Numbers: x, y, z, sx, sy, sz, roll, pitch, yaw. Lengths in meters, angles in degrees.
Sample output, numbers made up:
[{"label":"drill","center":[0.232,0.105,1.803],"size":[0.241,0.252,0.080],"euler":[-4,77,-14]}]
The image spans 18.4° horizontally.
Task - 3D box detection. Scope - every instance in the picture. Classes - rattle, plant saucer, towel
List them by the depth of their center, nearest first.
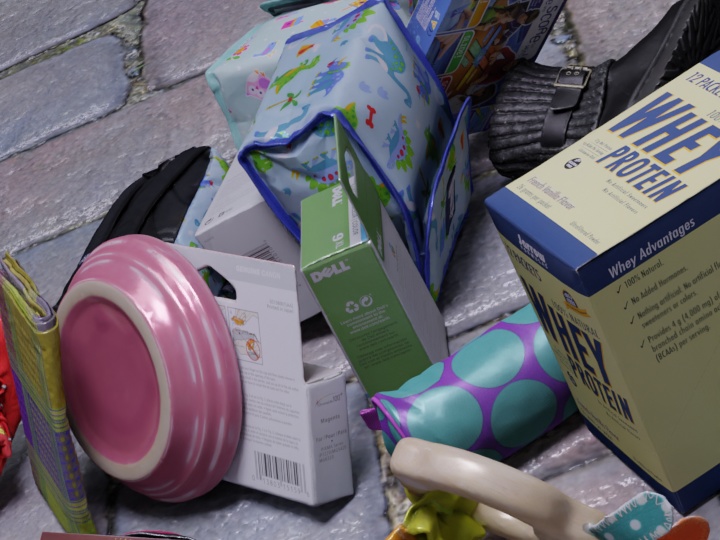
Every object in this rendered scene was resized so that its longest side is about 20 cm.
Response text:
[{"label":"rattle","center":[0.099,0.189,1.380],"size":[0.199,0.131,0.143],"euler":[20,60,19]},{"label":"plant saucer","center":[-0.166,0.076,1.636],"size":[0.051,0.203,0.200],"euler":[-15,17,-39]},{"label":"towel","center":[-0.236,0.098,1.667],"size":[0.023,0.202,0.144],"euler":[-16,24,-19]}]

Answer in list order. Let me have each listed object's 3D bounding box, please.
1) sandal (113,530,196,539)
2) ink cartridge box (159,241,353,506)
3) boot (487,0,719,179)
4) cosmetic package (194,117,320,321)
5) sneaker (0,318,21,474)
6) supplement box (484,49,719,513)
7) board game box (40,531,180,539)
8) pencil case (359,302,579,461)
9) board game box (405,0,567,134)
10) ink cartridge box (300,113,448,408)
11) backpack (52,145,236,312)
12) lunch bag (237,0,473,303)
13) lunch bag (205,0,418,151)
[{"label":"sandal","center":[-0.143,0.210,1.561],"size":[0.199,0.045,0.075],"euler":[-5,36,34]},{"label":"ink cartridge box","center":[-0.089,0.067,1.615],"size":[0.043,0.175,0.199],"euler":[-13,16,-40]},{"label":"boot","center":[0.207,-0.157,1.821],"size":[0.157,0.080,0.211],"euler":[2,41,41]},{"label":"cosmetic package","center":[-0.051,-0.053,1.810],"size":[0.081,0.113,0.201],"euler":[-26,24,28]},{"label":"sneaker","center":[-0.294,0.125,1.748],"size":[0.085,0.077,0.202],"euler":[-11,56,55]},{"label":"supplement box","center":[0.222,0.004,1.431],"size":[0.199,0.201,0.134],"euler":[-32,29,-9]},{"label":"board game box","center":[-0.123,0.219,1.476],"size":[0.198,0.020,0.103],"euler":[3,33,1]},{"label":"pencil case","center":[0.104,0.073,1.537],"size":[0.199,0.085,0.092],"euler":[-33,45,-10]},{"label":"board game box","center":[0.092,-0.184,1.819],"size":[0.134,0.201,0.035],"euler":[-14,57,-33]},{"label":"ink cartridge box","center":[0.000,0.000,1.617],"size":[0.059,0.201,0.104],"euler":[-21,29,11]},{"label":"backpack","center":[-0.158,-0.010,1.832],"size":[0.163,0.153,0.201],"euler":[-28,41,39]},{"label":"lunch bag","center":[0.016,-0.081,1.735],"size":[0.127,0.201,0.171],"euler":[-19,30,30]},{"label":"lunch bag","center":[-0.021,-0.198,2.034],"size":[0.169,0.123,0.200],"euler":[-11,25,31]}]
